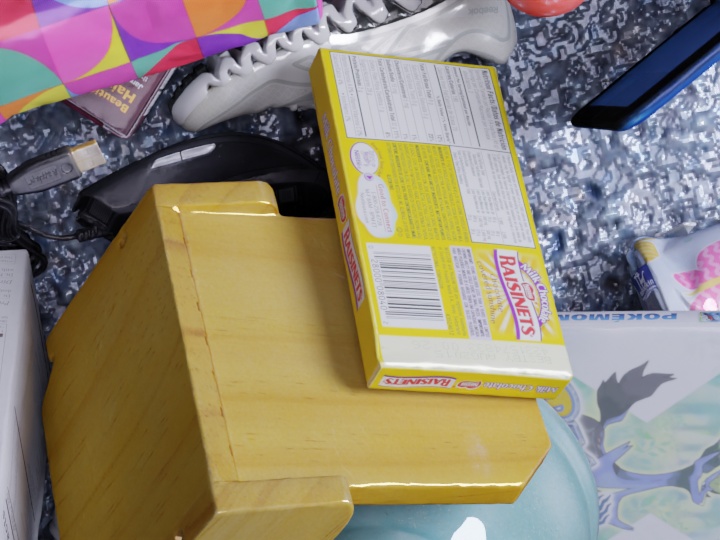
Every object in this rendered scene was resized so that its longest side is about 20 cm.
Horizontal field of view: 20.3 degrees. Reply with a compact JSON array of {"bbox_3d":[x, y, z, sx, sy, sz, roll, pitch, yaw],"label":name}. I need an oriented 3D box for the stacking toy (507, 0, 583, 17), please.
[{"bbox_3d":[0.053,-0.208,1.046,0.085,0.085,0.200,-35,68,2],"label":"stacking toy"}]

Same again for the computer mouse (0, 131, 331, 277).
[{"bbox_3d":[-0.118,-0.052,1.075,0.200,0.140,0.046,-12,70,2],"label":"computer mouse"}]

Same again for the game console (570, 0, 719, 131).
[{"bbox_3d":[0.165,-0.165,1.034,0.118,0.200,0.171,-8,95,-1],"label":"game console"}]

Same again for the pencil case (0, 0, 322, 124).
[{"bbox_3d":[-0.118,-0.134,1.003,0.200,0.088,0.088,-17,95,2],"label":"pencil case"}]

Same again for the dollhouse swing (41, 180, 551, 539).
[{"bbox_3d":[-0.037,0.078,1.011,0.176,0.200,0.182,13,132,-32],"label":"dollhouse swing"}]

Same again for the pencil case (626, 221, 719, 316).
[{"bbox_3d":[0.249,-0.008,1.111,0.200,0.091,0.083,-20,135,1],"label":"pencil case"}]

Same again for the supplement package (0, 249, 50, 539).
[{"bbox_3d":[-0.224,0.095,1.033,0.109,0.200,0.114,-3,128,-1],"label":"supplement package"}]

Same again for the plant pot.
[{"bbox_3d":[0.022,0.160,1.058,0.200,0.134,0.200,4,117,8],"label":"plant pot"}]

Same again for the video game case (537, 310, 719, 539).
[{"bbox_3d":[0.157,0.114,1.097,0.182,0.022,0.200,-1,116,11],"label":"video game case"}]

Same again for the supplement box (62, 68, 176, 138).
[{"bbox_3d":[-0.117,-0.183,1.081,0.110,0.086,0.200,32,93,-5],"label":"supplement box"}]

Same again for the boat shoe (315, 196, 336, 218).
[{"bbox_3d":[0.000,0.000,1.113,0.074,0.076,0.200,43,101,-10],"label":"boat shoe"}]

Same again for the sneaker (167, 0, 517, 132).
[{"bbox_3d":[-0.008,-0.114,1.101,0.200,0.075,0.081,-24,104,1],"label":"sneaker"}]

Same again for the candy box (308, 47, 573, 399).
[{"bbox_3d":[0.037,-0.027,1.010,0.102,0.026,0.200,6,52,-22],"label":"candy box"}]

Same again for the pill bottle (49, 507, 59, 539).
[{"bbox_3d":[-0.145,0.216,1.103,0.113,0.113,0.200,17,95,-3],"label":"pill bottle"}]
